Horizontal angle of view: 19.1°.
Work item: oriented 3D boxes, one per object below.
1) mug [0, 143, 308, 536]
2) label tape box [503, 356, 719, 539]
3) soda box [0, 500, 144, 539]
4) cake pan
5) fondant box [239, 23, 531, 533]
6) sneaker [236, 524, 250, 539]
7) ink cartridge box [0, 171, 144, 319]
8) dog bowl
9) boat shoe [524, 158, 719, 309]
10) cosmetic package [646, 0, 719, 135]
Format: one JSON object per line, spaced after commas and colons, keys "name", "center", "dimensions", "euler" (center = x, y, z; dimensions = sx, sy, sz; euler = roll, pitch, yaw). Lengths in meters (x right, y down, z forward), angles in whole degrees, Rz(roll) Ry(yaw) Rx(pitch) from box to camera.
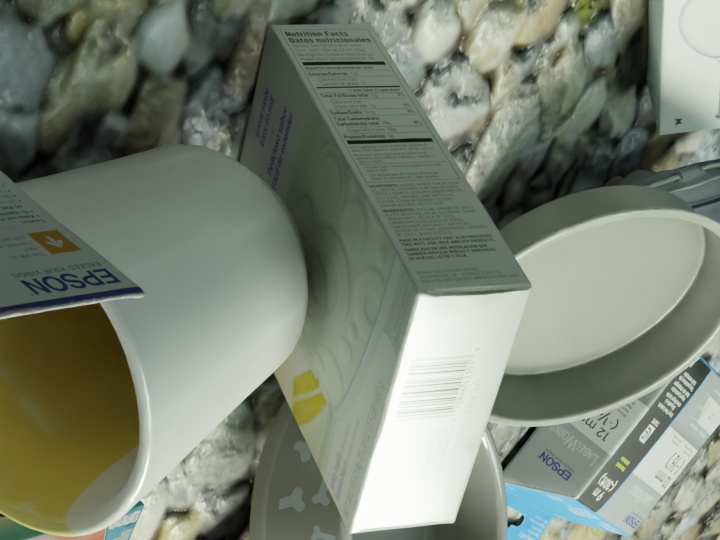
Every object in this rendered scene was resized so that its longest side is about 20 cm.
{"name": "mug", "center": [-0.115, 0.016, 0.949], "dimensions": [0.153, 0.186, 0.150], "euler": [-32, 114, -47]}
{"name": "label tape box", "center": [0.177, 0.136, 1.547], "dimensions": [0.200, 0.066, 0.143], "euler": [-53, 152, 0]}
{"name": "soda box", "center": [-0.197, 0.132, 0.995], "dimensions": [0.200, 0.068, 0.064], "euler": [-10, 132, -52]}
{"name": "cake pan", "center": [0.137, 0.020, 1.306], "dimensions": [0.199, 0.037, 0.201], "euler": [-13, 142, -10]}
{"name": "fondant box", "center": [0.000, 0.000, 0.990], "dimensions": [0.058, 0.200, 0.145], "euler": [-3, 130, -22]}
{"name": "sneaker", "center": [-0.088, 0.201, 1.236], "dimensions": [0.201, 0.073, 0.114], "euler": [-55, 144, -2]}
{"name": "ink cartridge box", "center": [-0.203, -0.020, 0.676], "dimensions": [0.196, 0.200, 0.043], "euler": [-10, 131, -50]}
{"name": "dog bowl", "center": [0.018, 0.149, 1.242], "dimensions": [0.200, 0.058, 0.201], "euler": [3, 87, -55]}
{"name": "boat shoe", "center": [0.180, -0.032, 1.357], "dimensions": [0.199, 0.066, 0.072], "euler": [-16, 144, -15]}
{"name": "cosmetic package", "center": [0.269, -0.154, 1.246], "dimensions": [0.199, 0.052, 0.151], "euler": [-7, 146, 2]}
